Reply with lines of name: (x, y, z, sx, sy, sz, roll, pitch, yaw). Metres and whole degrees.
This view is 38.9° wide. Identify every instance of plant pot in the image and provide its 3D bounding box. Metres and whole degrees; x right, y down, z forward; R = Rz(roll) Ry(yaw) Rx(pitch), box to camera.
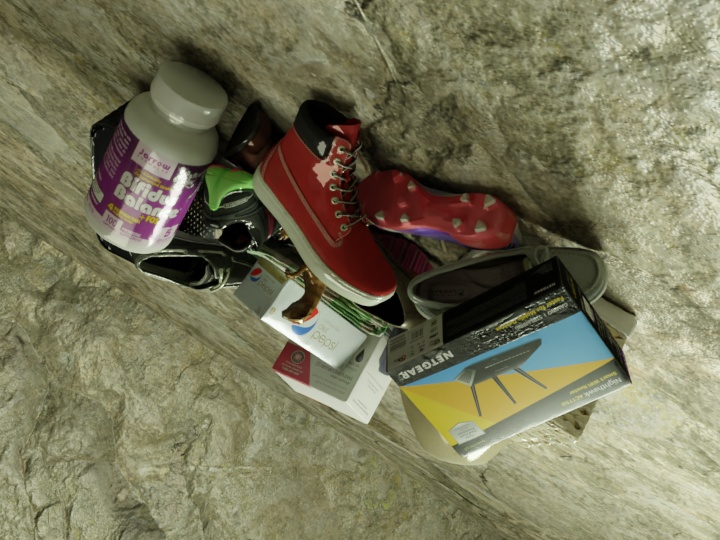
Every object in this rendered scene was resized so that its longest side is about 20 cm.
plant pot: (0.139, 0.184, 1.384, 0.197, 0.137, 0.200, 8, -172, -1)

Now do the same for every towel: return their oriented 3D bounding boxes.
towel: (-0.049, 0.018, 1.278, 0.198, 0.024, 0.153, 32, -175, 4)

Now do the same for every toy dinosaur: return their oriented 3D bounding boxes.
toy dinosaur: (-0.030, -0.032, 1.168, 0.106, 0.201, 0.060, 37, -175, 17)

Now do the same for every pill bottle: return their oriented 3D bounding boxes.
pill bottle: (-0.226, -0.127, 1.141, 0.111, 0.201, 0.113, 24, -149, -16)

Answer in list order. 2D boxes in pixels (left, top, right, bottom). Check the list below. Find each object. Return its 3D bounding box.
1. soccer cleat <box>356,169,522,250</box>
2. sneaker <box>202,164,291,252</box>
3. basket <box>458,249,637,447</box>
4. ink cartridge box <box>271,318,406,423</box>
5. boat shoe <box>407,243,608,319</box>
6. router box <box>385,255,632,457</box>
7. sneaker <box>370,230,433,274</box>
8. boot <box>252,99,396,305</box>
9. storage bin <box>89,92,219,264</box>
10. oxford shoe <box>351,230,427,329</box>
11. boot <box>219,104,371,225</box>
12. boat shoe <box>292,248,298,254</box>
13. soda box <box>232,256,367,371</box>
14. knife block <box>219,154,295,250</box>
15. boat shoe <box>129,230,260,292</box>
soccer cleat: (0.078, -0.057, 1.074, 0.198, 0.068, 0.076, 14, 164, 39)
sneaker: (-0.130, -0.060, 1.169, 0.076, 0.085, 0.200, 16, 175, 25)
basket: (0.178, 0.092, 1.186, 0.198, 0.163, 0.198, 28, 165, -4)
ink cartridge box: (-0.011, 0.094, 1.466, 0.143, 0.202, 0.084, 18, 160, 35)
boat shoe: (0.147, 0.014, 1.022, 0.198, 0.076, 0.065, -4, 172, 12)
router box: (0.146, 0.091, 1.012, 0.198, 0.051, 0.149, -28, 122, 23)
sneaker: (0.015, -0.012, 1.326, 0.199, 0.082, 0.088, 34, 170, 7)
boot: (-0.013, -0.071, 1.042, 0.200, 0.072, 0.144, 49, 133, 6)
storage bin: (-0.264, -0.107, 1.311, 0.134, 0.094, 0.202, 24, 132, 17)
oxford shoe: (0.000, 0.000, 1.189, 0.199, 0.071, 0.074, 32, -157, 25)
boot: (-0.064, -0.102, 1.183, 0.198, 0.069, 0.188, 29, 162, -8)
boat shoe: (-0.045, 0.004, 1.424, 0.199, 0.067, 0.073, 29, 131, 40)
soda box: (-0.076, 0.060, 1.335, 0.068, 0.064, 0.200, 36, 178, 39)
knife block: (-0.153, -0.101, 1.358, 0.199, 0.065, 0.175, 37, 163, -25)
boat shoe: (-0.196, -0.002, 1.277, 0.198, 0.071, 0.064, 12, -146, -33)
